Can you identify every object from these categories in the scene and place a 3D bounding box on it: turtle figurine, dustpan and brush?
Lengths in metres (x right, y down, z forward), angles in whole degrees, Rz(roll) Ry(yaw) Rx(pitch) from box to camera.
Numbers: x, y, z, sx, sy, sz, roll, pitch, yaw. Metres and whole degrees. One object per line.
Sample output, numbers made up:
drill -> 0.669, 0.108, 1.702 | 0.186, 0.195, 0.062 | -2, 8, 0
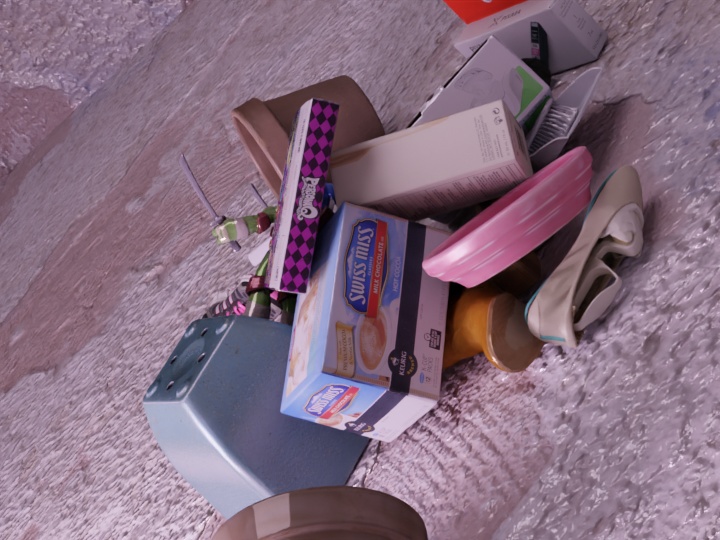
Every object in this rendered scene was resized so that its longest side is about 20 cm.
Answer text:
turtle figurine -> -0.116, -0.023, 1.763 | 0.144, 0.199, 0.195 | 48, -129, -80
dustpan and brush -> 0.196, -0.141, 1.701 | 0.140, 0.057, 0.200 | -59, -3, -41

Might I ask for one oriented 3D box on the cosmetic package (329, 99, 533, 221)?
cosmetic package -> 0.076, -0.108, 1.591 | 0.199, 0.105, 0.072 | -15, 72, 14

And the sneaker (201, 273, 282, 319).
sneaker -> -0.167, 0.066, 2.054 | 0.200, 0.074, 0.088 | -22, 34, 58

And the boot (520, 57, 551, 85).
boot -> 0.150, -0.209, 1.906 | 0.200, 0.068, 0.131 | -43, 17, 13

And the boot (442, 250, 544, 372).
boot -> 0.118, 0.070, 1.524 | 0.144, 0.071, 0.202 | -42, 17, 32

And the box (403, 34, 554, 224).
box -> 0.124, -0.160, 1.735 | 0.200, 0.097, 0.176 | -47, -6, 5

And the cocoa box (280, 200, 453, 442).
cocoa box -> 0.007, 0.054, 1.561 | 0.133, 0.131, 0.201 | 133, 149, -57

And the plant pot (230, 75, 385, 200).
plant pot -> -0.063, -0.188, 2.145 | 0.174, 0.201, 0.200 | -32, 21, -7

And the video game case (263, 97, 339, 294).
video game case -> -0.066, -0.075, 1.601 | 0.181, 0.036, 0.201 | 176, 104, -81

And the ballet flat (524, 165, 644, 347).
ballet flat -> 0.234, -0.011, 1.442 | 0.201, 0.069, 0.069 | -57, 23, -13

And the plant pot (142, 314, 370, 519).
plant pot -> -0.121, 0.153, 1.657 | 0.195, 0.200, 0.197 | -10, 44, 59

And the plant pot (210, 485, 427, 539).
plant pot -> -0.030, 0.311, 1.280 | 0.200, 0.200, 0.174 | -37, 41, 28

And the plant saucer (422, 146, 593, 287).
plant saucer -> 0.154, -0.046, 1.481 | 0.200, 0.051, 0.201 | -37, 2, 2

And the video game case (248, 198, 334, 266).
video game case -> -0.035, -0.079, 1.947 | 0.182, 0.022, 0.200 | -28, -3, -35

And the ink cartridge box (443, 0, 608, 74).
ink cartridge box -> 0.183, -0.312, 1.855 | 0.200, 0.173, 0.044 | -10, 44, 58

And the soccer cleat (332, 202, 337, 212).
soccer cleat -> 0.000, 0.000, 1.756 | 0.073, 0.068, 0.201 | -13, 70, 55

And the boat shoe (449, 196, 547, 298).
boat shoe -> 0.152, -0.047, 1.626 | 0.200, 0.072, 0.072 | -44, 23, 13
